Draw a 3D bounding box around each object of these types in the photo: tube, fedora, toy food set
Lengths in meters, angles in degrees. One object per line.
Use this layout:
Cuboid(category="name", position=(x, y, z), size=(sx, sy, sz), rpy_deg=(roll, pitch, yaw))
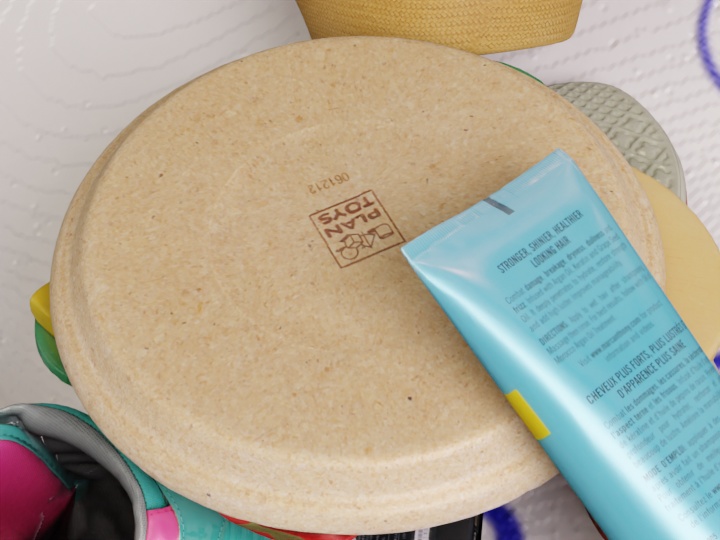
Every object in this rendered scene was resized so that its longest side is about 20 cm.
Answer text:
Cuboid(category="tube", position=(0.092, 0.061, 0.659), size=(0.050, 0.077, 0.201), rpy_deg=(-36, 87, 42))
Cuboid(category="fedora", position=(0.025, -0.119, 0.839), size=(0.199, 0.200, 0.083), rpy_deg=(5, 108, 22))
Cuboid(category="toy food set", position=(0.000, 0.000, 0.732), size=(0.200, 0.049, 0.198), rpy_deg=(-36, 59, -23))

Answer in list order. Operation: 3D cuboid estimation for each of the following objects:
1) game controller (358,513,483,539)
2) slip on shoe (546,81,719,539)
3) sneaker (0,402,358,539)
Cuboid(category="game controller", position=(-0.010, 0.096, 0.807), size=(0.103, 0.042, 0.202), rpy_deg=(4, 69, 7))
Cuboid(category="slip on shoe", position=(0.083, 0.014, 0.790), size=(0.073, 0.061, 0.201), rpy_deg=(-9, 50, -4))
Cuboid(category="sneaker", position=(-0.110, 0.099, 0.762), size=(0.199, 0.120, 0.084), rpy_deg=(-15, 60, 39))
